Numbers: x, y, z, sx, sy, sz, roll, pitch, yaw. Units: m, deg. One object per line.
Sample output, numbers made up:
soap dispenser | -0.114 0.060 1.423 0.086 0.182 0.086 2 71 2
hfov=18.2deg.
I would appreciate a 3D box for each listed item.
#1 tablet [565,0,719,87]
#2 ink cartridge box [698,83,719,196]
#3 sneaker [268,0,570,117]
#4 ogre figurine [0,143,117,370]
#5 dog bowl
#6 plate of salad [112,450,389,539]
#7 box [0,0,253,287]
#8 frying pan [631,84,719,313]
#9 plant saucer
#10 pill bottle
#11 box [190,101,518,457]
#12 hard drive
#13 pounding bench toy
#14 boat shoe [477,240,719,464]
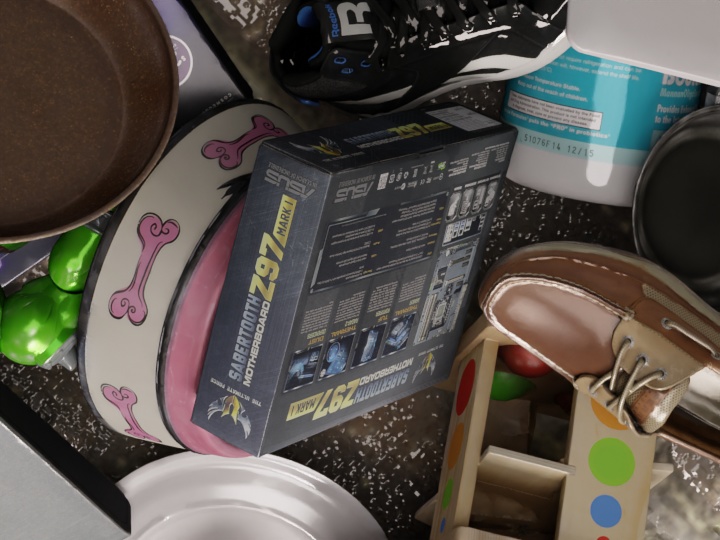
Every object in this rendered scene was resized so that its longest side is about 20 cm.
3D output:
tablet | 0.173 -0.196 1.189 0.129 0.014 0.202 12 71 -18
ink cartridge box | 0.294 -0.123 1.288 0.198 0.084 0.177 6 102 -6
sneaker | 0.034 -0.134 1.204 0.199 0.111 0.074 -27 72 37
ogre figurine | -0.213 -0.010 1.193 0.198 0.098 0.121 5 86 -22
dog bowl | -0.063 0.013 1.228 0.073 0.200 0.202 26 102 28
plate of salad | -0.072 0.184 1.342 0.198 0.048 0.202 3 120 5
box | -0.178 -0.095 1.259 0.199 0.079 0.142 -35 106 4
frying pan | 0.184 -0.069 1.220 0.114 0.031 0.192 -21 105 -23
plant saucer | -0.194 -0.094 1.157 0.198 0.037 0.202 6 61 -10
pill bottle | 0.143 -0.143 1.257 0.110 0.111 0.202 7 103 -7
box | 0.000 0.000 1.194 0.051 0.199 0.159 25 112 27
hard drive | -0.251 0.148 1.283 0.199 0.033 0.140 -29 128 18
pounding bench toy | 0.097 0.120 1.315 0.123 0.200 0.157 14 69 -10
boat shoe | 0.155 0.048 1.193 0.199 0.072 0.076 22 127 -6
